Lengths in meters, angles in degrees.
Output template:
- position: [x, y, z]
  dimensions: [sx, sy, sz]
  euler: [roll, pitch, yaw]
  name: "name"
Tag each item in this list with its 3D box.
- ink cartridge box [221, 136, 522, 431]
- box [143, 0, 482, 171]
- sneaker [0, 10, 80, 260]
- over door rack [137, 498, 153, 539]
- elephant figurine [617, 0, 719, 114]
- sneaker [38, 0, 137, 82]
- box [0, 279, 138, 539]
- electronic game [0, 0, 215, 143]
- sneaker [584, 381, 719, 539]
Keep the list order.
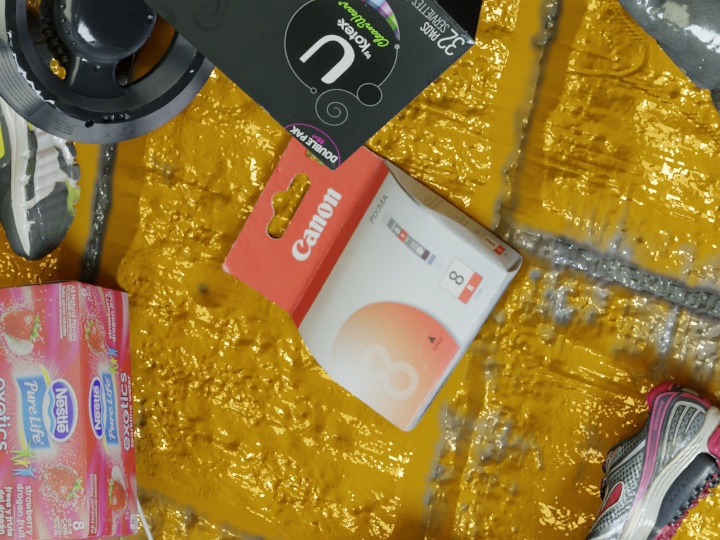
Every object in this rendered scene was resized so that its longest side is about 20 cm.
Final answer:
- position: [0.000, 0.000, 1.351]
  dimensions: [0.199, 0.050, 0.163]
  euler: [34, 117, 5]
  name: "ink cartridge box"
- position: [-0.034, -0.203, 1.224]
  dimensions: [0.200, 0.125, 0.148]
  euler: [41, 119, -16]
  name: "box"
- position: [-0.281, -0.108, 1.427]
  dimensions: [0.084, 0.074, 0.202]
  euler: [-2, 98, 29]
  name: "sneaker"
- position: [-0.244, 0.221, 1.521]
  dimensions: [0.147, 0.067, 0.201]
  euler: [-24, 97, 28]
  name: "over door rack"
- position: [0.251, -0.225, 1.132]
  dimensions: [0.200, 0.142, 0.155]
  euler: [-42, 118, 13]
  name: "elephant figurine"
- position: [-0.219, -0.237, 1.354]
  dimensions: [0.069, 0.090, 0.201]
  euler: [-14, 129, 18]
  name: "sneaker"
- position: [-0.240, 0.114, 1.419]
  dimensions: [0.095, 0.100, 0.202]
  euler: [-5, 82, 16]
  name: "box"
- position: [-0.185, -0.191, 1.299]
  dimensions: [0.042, 0.199, 0.202]
  euler: [28, 124, 56]
  name: "electronic game"
- position: [0.200, 0.171, 1.316]
  dimensions: [0.075, 0.080, 0.201]
  euler: [43, 111, 20]
  name: "sneaker"
